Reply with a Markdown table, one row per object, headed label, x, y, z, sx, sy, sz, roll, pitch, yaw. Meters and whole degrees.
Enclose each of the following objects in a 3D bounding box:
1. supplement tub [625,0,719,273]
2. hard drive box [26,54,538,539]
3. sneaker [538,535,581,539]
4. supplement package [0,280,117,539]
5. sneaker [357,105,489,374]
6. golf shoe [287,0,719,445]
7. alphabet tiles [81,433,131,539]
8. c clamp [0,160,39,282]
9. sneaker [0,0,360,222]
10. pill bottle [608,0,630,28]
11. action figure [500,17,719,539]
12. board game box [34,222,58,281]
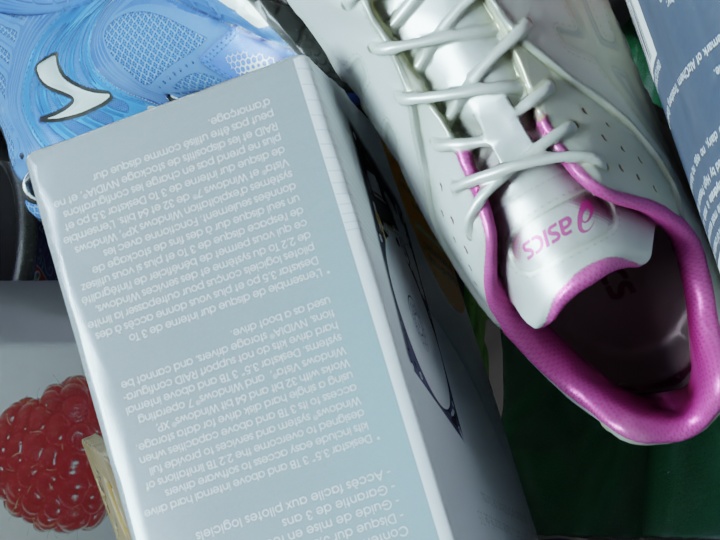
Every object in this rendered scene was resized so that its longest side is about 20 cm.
| label | x | y | z | sx | sy | sz | roll | pitch | yaw |
| --- | --- | --- | --- | --- | --- | --- | --- | --- | --- |
| supplement tub | 0.145 | -0.029 | 0.665 | 0.140 | 0.140 | 0.201 | -35 | 66 | 44 |
| hard drive box | -0.003 | 0.065 | 0.729 | 0.076 | 0.156 | 0.201 | -19 | 79 | 8 |
| sneaker | 0.018 | 0.176 | 0.865 | 0.200 | 0.080 | 0.147 | -43 | 55 | 35 |
| supplement package | -0.140 | 0.070 | 0.894 | 0.119 | 0.199 | 0.122 | 13 | 100 | 48 |
| sneaker | 0.000 | 0.000 | 0.871 | 0.077 | 0.083 | 0.201 | -142 | 63 | -65 |
| golf shoe | 0.036 | -0.042 | 0.687 | 0.075 | 0.200 | 0.092 | -32 | 24 | 11 |
| alphabet tiles | -0.037 | 0.143 | 0.799 | 0.167 | 0.008 | 0.201 | -175 | 65 | -80 |
| c clamp | -0.162 | 0.025 | 1.054 | 0.170 | 0.027 | 0.202 | 4 | 84 | 54 |
| sneaker | -0.053 | -0.053 | 0.812 | 0.200 | 0.078 | 0.090 | 9 | 98 | 59 |
| pill bottle | 0.066 | -0.170 | 0.762 | 0.104 | 0.104 | 0.201 | 31 | 96 | 44 |
| action figure | 0.082 | -0.025 | 0.804 | 0.118 | 0.054 | 0.202 | -3 | 81 | 47 |
| board game box | -0.097 | 0.085 | 1.029 | 0.200 | 0.041 | 0.200 | 54 | 129 | 34 |
